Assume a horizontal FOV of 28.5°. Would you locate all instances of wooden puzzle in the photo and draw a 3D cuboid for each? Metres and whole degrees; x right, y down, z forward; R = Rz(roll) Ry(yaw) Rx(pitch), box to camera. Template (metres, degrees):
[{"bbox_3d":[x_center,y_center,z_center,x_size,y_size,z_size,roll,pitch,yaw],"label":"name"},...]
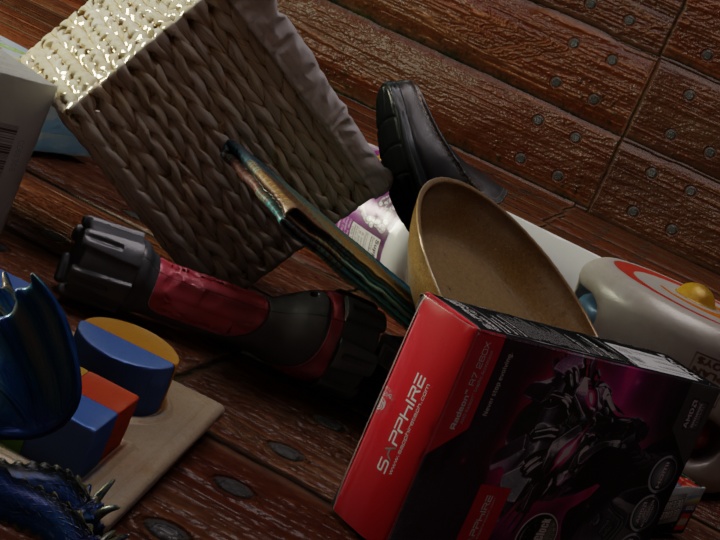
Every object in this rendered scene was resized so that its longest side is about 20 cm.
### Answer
[{"bbox_3d":[-0.166,0.040,0.664,0.185,0.046,0.200,25,11,6],"label":"wooden puzzle"}]

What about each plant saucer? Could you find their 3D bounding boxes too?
[{"bbox_3d":[0.089,0.034,0.884,0.200,0.035,0.201,40,28,-27],"label":"plant saucer"}]

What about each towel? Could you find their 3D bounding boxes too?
[{"bbox_3d":[0.000,0.000,0.904,0.200,0.022,0.147,40,3,-29],"label":"towel"}]

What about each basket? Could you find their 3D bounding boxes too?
[{"bbox_3d":[-0.115,-0.113,1.007,0.200,0.161,0.198,55,-5,-29],"label":"basket"}]

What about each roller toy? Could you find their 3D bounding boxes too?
[{"bbox_3d":[0.240,0.075,1.112,0.200,0.140,0.182,33,15,36],"label":"roller toy"}]

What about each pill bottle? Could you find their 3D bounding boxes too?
[{"bbox_3d":[0.041,-0.032,1.269,0.112,0.113,0.200,13,15,-45],"label":"pill bottle"}]

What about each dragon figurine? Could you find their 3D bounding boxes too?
[{"bbox_3d":[-0.136,0.032,0.500,0.099,0.201,0.059,-8,5,-26],"label":"dragon figurine"}]

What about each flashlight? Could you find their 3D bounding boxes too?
[{"bbox_3d":[-0.084,0.020,0.881,0.199,0.068,0.068,21,13,-21],"label":"flashlight"}]

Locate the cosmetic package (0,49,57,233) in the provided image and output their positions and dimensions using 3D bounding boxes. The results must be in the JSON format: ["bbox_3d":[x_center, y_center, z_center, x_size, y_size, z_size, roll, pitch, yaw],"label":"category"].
[{"bbox_3d":[-0.303,-0.117,0.943,0.200,0.113,0.081,30,12,35],"label":"cosmetic package"}]

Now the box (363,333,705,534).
[{"bbox_3d":[0.115,0.109,0.952,0.137,0.040,0.200,11,17,-47],"label":"box"}]

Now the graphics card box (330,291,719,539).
[{"bbox_3d":[0.093,0.093,0.756,0.199,0.126,0.051,15,12,-40],"label":"graphics card box"}]

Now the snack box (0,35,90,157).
[{"bbox_3d":[-0.344,-0.170,1.218,0.200,0.068,0.168,27,12,24],"label":"snack box"}]

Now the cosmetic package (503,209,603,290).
[{"bbox_3d":[0.192,0.022,1.349,0.199,0.052,0.151,27,-13,15],"label":"cosmetic package"}]

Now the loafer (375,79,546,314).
[{"bbox_3d":[0.068,-0.043,0.991,0.072,0.201,0.073,-21,1,-13],"label":"loafer"}]
